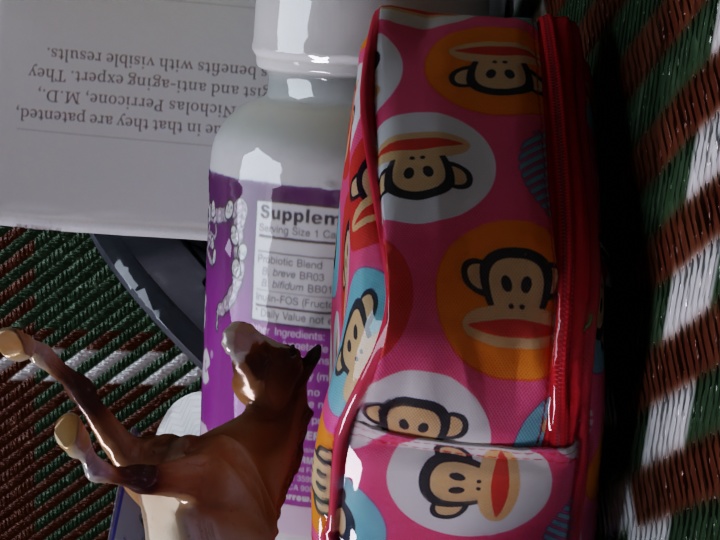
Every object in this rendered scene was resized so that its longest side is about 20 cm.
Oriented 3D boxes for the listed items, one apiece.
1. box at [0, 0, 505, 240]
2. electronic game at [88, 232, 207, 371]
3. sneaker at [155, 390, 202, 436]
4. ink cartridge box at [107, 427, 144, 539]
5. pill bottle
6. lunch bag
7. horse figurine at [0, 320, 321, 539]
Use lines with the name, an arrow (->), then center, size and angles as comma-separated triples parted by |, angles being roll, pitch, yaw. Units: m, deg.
box -> -0.050, -0.091, 1.096 | 0.199, 0.199, 0.131 | -108, 23, -78
electronic game -> -0.040, 0.031, 1.158 | 0.042, 0.200, 0.200 | -48, 12, 9
sneaker -> -0.009, 0.144, 1.142 | 0.081, 0.115, 0.200 | -38, 57, 39
ink cartridge box -> -0.056, 0.181, 1.235 | 0.200, 0.043, 0.198 | 48, -171, -10
pill bottle -> 0.000, 0.000, 0.955 | 0.112, 0.112, 0.201 | -120, 33, -82
lunch bag -> 0.025, 0.025, 0.803 | 0.177, 0.082, 0.200 | -91, 5, -46
horse figurine -> -0.051, 0.099, 0.816 | 0.132, 0.050, 0.201 | 30, -137, -52
